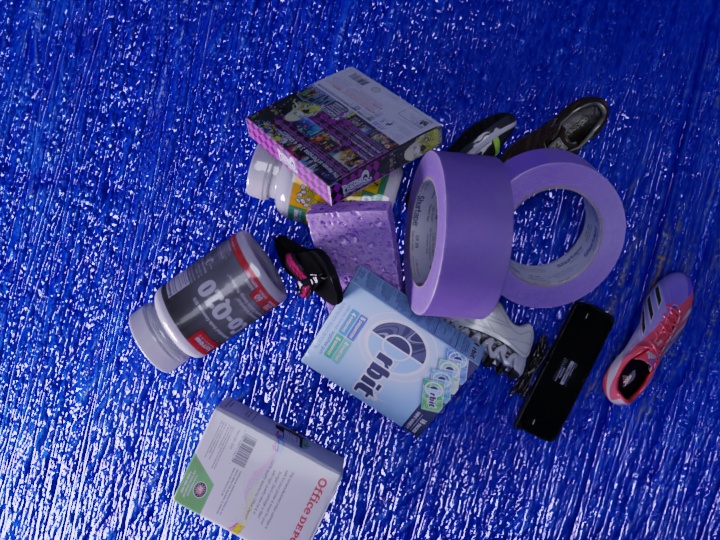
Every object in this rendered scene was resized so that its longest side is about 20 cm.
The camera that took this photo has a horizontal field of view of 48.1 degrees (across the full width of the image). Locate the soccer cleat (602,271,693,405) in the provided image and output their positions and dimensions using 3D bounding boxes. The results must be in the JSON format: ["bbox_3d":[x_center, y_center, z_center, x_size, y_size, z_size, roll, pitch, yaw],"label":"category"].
[{"bbox_3d":[0.399,0.096,1.100,0.066,0.076,0.202,32,94,1],"label":"soccer cleat"}]

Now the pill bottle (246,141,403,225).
[{"bbox_3d":[-0.049,-0.114,1.095,0.196,0.113,0.115,18,93,1],"label":"pill bottle"}]

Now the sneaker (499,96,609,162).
[{"bbox_3d":[0.253,-0.166,1.097,0.200,0.076,0.071,-44,90,3],"label":"sneaker"}]

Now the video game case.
[{"bbox_3d":[-0.023,-0.181,1.039,0.180,0.036,0.200,-31,49,-23],"label":"video game case"}]

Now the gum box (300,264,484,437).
[{"bbox_3d":[0.040,0.113,1.088,0.198,0.045,0.171,33,127,0],"label":"gum box"}]

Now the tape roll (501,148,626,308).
[{"bbox_3d":[0.246,-0.055,1.071,0.195,0.066,0.204,-1,114,-3],"label":"tape roll"}]

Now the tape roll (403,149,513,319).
[{"bbox_3d":[0.116,-0.044,0.998,0.083,0.200,0.205,4,93,-11],"label":"tape roll"}]

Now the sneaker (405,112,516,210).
[{"bbox_3d":[0.148,-0.130,1.117,0.200,0.072,0.083,-44,107,8],"label":"sneaker"}]

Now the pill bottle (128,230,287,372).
[{"bbox_3d":[-0.209,0.046,1.108,0.198,0.114,0.115,-35,90,4],"label":"pill bottle"}]

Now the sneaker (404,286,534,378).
[{"bbox_3d":[0.150,0.068,1.121,0.198,0.075,0.082,32,74,3],"label":"sneaker"}]

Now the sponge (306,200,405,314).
[{"bbox_3d":[0.000,0.000,1.077,0.109,0.030,0.203,-1,126,14],"label":"sponge"}]

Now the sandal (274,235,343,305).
[{"bbox_3d":[-0.079,0.004,1.065,0.044,0.199,0.076,-23,113,-23],"label":"sandal"}]

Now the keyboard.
[{"bbox_3d":[0.273,0.134,1.137,0.103,0.040,0.203,26,92,-22],"label":"keyboard"}]

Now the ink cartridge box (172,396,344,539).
[{"bbox_3d":[-0.138,0.292,1.129,0.197,0.084,0.147,27,93,2],"label":"ink cartridge box"}]
